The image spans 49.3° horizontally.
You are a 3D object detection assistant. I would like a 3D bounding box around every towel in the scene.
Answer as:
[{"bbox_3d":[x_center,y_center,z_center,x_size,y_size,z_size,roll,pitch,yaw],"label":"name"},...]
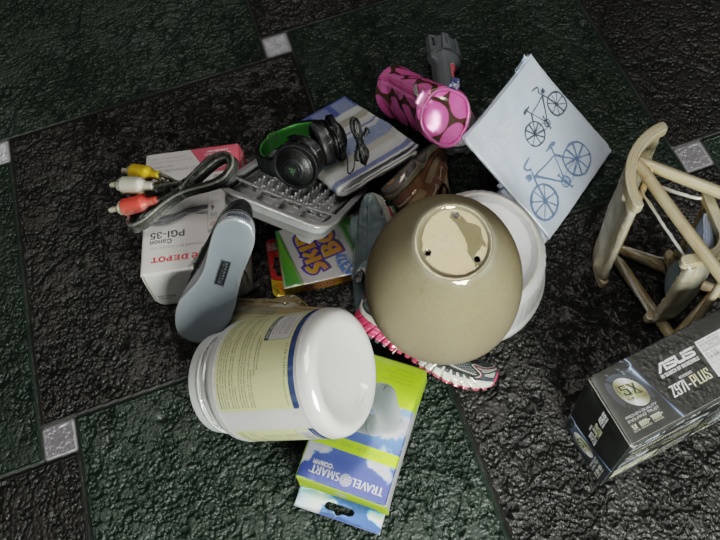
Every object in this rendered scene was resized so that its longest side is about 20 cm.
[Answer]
[{"bbox_3d":[-0.024,-0.187,1.165,0.145,0.024,0.200,-31,45,-17],"label":"towel"}]

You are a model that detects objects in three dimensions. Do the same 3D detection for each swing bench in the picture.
[{"bbox_3d":[0.386,-0.036,0.985,0.129,0.200,0.200,-39,65,-16],"label":"swing bench"}]

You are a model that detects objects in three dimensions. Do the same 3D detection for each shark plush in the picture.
[{"bbox_3d":[0.000,0.000,1.043,0.089,0.083,0.205,21,96,12],"label":"shark plush"}]

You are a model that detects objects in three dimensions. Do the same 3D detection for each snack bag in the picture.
[{"bbox_3d":[0.250,-0.175,1.117,0.200,0.021,0.190,44,70,-12],"label":"snack bag"}]

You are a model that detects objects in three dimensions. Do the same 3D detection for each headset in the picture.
[{"bbox_3d":[-0.065,-0.176,1.073,0.197,0.096,0.123,19,46,39],"label":"headset"}]

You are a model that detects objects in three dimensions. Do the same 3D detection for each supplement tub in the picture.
[{"bbox_3d":[-0.095,0.127,0.936,0.196,0.145,0.148,-9,56,33],"label":"supplement tub"}]

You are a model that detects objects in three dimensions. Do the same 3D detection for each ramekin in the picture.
[{"bbox_3d":[0.154,-0.011,1.037,0.196,0.095,0.208,0,68,0],"label":"ramekin"}]

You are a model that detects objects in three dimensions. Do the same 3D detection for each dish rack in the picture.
[{"bbox_3d":[-0.091,-0.103,1.102,0.168,0.044,0.200,21,30,11],"label":"dish rack"}]

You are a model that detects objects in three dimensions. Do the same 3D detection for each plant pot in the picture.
[{"bbox_3d":[0.102,-0.007,0.912,0.194,0.135,0.206,0,70,0],"label":"plant pot"}]

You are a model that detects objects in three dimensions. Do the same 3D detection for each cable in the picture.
[{"bbox_3d":[-0.255,-0.109,1.043,0.195,0.050,0.100,-9,59,29],"label":"cable"}]

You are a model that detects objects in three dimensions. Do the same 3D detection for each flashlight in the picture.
[{"bbox_3d":[0.143,-0.276,1.215,0.066,0.068,0.204,-6,57,6],"label":"flashlight"}]

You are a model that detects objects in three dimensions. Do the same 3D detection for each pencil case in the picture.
[{"bbox_3d":[0.083,-0.245,1.135,0.092,0.200,0.093,18,102,-26],"label":"pencil case"}]

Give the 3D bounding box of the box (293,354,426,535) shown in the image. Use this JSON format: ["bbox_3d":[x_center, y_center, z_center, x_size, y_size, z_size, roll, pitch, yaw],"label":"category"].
[{"bbox_3d":[0.000,0.206,0.975,0.119,0.048,0.204,14,63,12],"label":"box"}]

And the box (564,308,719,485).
[{"bbox_3d":[0.353,0.147,0.911,0.196,0.165,0.087,-25,62,-8],"label":"box"}]

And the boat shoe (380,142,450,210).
[{"bbox_3d":[0.089,-0.121,1.097,0.072,0.076,0.200,47,32,-3],"label":"boat shoe"}]

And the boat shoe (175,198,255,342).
[{"bbox_3d":[-0.185,0.000,1.004,0.072,0.203,0.069,15,30,-12],"label":"boat shoe"}]

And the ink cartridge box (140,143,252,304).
[{"bbox_3d":[-0.230,-0.067,1.119,0.142,0.083,0.205,-7,61,1],"label":"ink cartridge box"}]

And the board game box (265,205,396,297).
[{"bbox_3d":[-0.036,-0.027,1.116,0.195,0.030,0.098,-13,62,0],"label":"board game box"}]

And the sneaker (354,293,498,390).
[{"bbox_3d":[0.088,0.084,0.986,0.197,0.081,0.076,30,94,1],"label":"sneaker"}]

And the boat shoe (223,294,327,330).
[{"bbox_3d":[-0.097,0.062,1.035,0.195,0.073,0.066,-3,50,24],"label":"boat shoe"}]
